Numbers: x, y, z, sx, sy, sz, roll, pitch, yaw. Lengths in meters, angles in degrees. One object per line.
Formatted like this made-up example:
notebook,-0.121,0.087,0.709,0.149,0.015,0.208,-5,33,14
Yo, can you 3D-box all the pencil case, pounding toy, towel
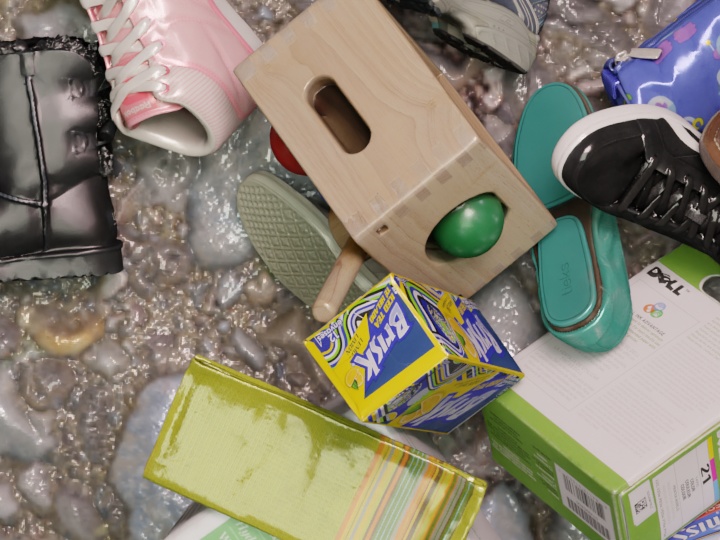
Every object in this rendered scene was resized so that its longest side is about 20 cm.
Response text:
pencil case,0.248,-0.156,1.707,0.200,0.078,0.087,-37,127,3
pounding toy,0.014,-0.055,1.633,0.142,0.184,0.200,-39,60,6
towel,-0.028,0.129,1.576,0.199,0.018,0.086,24,91,3

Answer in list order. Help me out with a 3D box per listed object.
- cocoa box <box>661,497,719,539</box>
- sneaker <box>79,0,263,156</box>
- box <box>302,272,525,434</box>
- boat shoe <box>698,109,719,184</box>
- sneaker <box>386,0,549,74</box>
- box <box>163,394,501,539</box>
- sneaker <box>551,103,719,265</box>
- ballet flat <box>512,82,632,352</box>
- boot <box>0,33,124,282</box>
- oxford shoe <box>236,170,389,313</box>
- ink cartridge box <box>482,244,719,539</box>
cocoa box,0.290,0.192,1.700,0.199,0.131,0.134,-23,105,3
sneaker,-0.145,-0.158,1.682,0.075,0.105,0.200,-22,119,44
box,0.037,0.054,1.591,0.070,0.200,0.064,-38,76,10
boat shoe,0.297,-0.109,1.666,0.200,0.072,0.076,-28,70,-37
sneaker,0.053,-0.207,1.683,0.200,0.077,0.087,31,81,-45
box,-0.001,0.198,1.685,0.171,0.200,0.199,-35,91,2
sneaker,0.223,-0.041,1.655,0.199,0.112,0.073,12,119,-39
ballet flat,0.143,-0.029,1.716,0.067,0.070,0.201,-19,54,22
boot,-0.250,-0.073,1.734,0.197,0.073,0.163,-5,97,-5
oxford shoe,0.000,0.000,1.744,0.200,0.075,0.058,38,53,6
ink cartridge box,0.201,0.081,1.699,0.200,0.148,0.076,-32,134,-20
